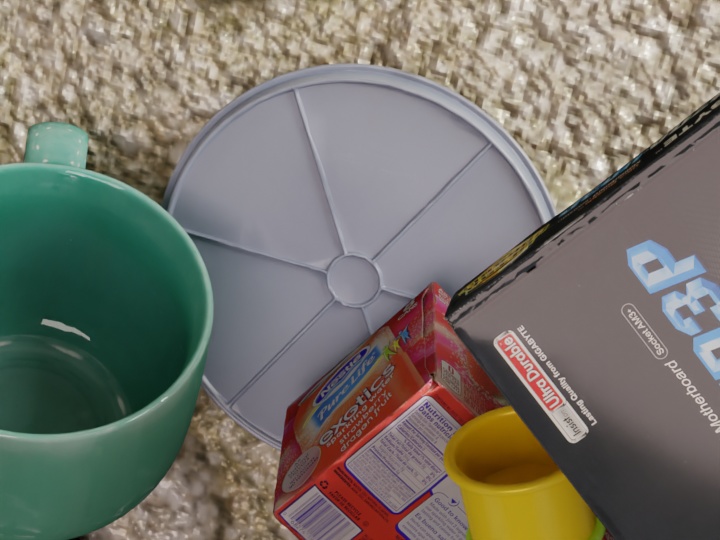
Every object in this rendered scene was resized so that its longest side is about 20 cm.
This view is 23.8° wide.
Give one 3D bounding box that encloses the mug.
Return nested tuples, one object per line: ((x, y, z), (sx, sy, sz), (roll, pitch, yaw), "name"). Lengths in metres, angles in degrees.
((-0.141, 0.036, 0.784), (0.151, 0.185, 0.115), (31, 139, 11), "mug")

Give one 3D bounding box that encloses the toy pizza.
((0.000, 0.000, 0.810), (0.198, 0.032, 0.202), (4, 109, 11), "toy pizza")

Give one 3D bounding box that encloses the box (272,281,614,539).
((0.065, 0.118, 0.772), (0.100, 0.096, 0.200), (-41, 108, 19), "box")

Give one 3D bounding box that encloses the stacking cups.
((0.078, 0.154, 0.706), (0.060, 0.061, 0.202), (-4, 118, 14), "stacking cups")

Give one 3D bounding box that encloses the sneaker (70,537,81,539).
((-0.185, 0.097, 0.867), (0.078, 0.075, 0.201), (-19, 108, 8), "sneaker")

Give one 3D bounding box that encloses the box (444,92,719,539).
((0.151, 0.044, 0.604), (0.159, 0.046, 0.201), (-36, 96, 15), "box")
